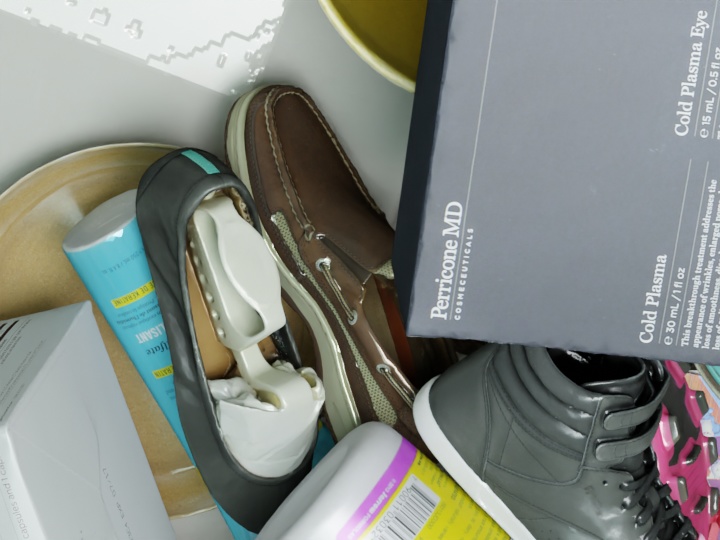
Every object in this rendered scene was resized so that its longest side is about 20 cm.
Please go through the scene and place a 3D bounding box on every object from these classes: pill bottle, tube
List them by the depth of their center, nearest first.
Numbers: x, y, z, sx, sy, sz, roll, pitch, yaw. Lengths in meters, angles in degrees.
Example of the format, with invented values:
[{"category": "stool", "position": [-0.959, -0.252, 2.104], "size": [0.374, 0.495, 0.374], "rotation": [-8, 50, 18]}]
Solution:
[{"category": "pill bottle", "position": [0.047, 0.170, 1.402], "size": [0.200, 0.104, 0.104], "rotation": [42, 101, -5]}, {"category": "tube", "position": [-0.074, 0.053, 1.479], "size": [0.077, 0.050, 0.200], "rotation": [-28, 112, 13]}]

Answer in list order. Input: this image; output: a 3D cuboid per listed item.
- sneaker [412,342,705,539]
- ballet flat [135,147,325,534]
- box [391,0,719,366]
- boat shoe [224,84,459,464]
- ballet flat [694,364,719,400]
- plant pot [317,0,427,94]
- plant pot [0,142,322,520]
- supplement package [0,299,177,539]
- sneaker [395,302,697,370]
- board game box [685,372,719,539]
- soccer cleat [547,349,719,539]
[{"category": "sneaker", "position": [0.123, 0.099, 1.369], "size": [0.200, 0.071, 0.099], "rotation": [43, 131, 1]}, {"category": "ballet flat", "position": [-0.058, 0.039, 1.418], "size": [0.068, 0.068, 0.200], "rotation": [-28, 109, -28]}, {"category": "box", "position": [0.117, -0.070, 1.294], "size": [0.182, 0.104, 0.200], "rotation": [7, 107, -6]}, {"category": "boat shoe", "position": [0.004, -0.002, 1.446], "size": [0.075, 0.075, 0.203], "rotation": [-21, 94, 42]}, {"category": "ballet flat", "position": [0.174, -0.030, 1.434], "size": [0.067, 0.062, 0.200], "rotation": [-14, 82, 9]}, {"category": "plant pot", "position": [0.067, -0.185, 1.384], "size": [0.200, 0.142, 0.200], "rotation": [-1, 107, -2]}, {"category": "plant pot", "position": [-0.111, 0.029, 1.503], "size": [0.200, 0.027, 0.200], "rotation": [-1, 107, -3]}, {"category": "supplement package", "position": [-0.209, 0.145, 1.448], "size": [0.200, 0.147, 0.192], "rotation": [-13, 109, 17]}, {"category": "sneaker", "position": [0.118, 0.004, 1.498], "size": [0.200, 0.073, 0.085], "rotation": [2, 72, 5]}, {"category": "board game box", "position": [0.149, 0.154, 1.547], "size": [0.158, 0.039, 0.200], "rotation": [-32, 106, 7]}, {"category": "soccer cleat", "position": [0.113, 0.055, 1.437], "size": [0.086, 0.070, 0.200], "rotation": [-7, 115, 26]}]
